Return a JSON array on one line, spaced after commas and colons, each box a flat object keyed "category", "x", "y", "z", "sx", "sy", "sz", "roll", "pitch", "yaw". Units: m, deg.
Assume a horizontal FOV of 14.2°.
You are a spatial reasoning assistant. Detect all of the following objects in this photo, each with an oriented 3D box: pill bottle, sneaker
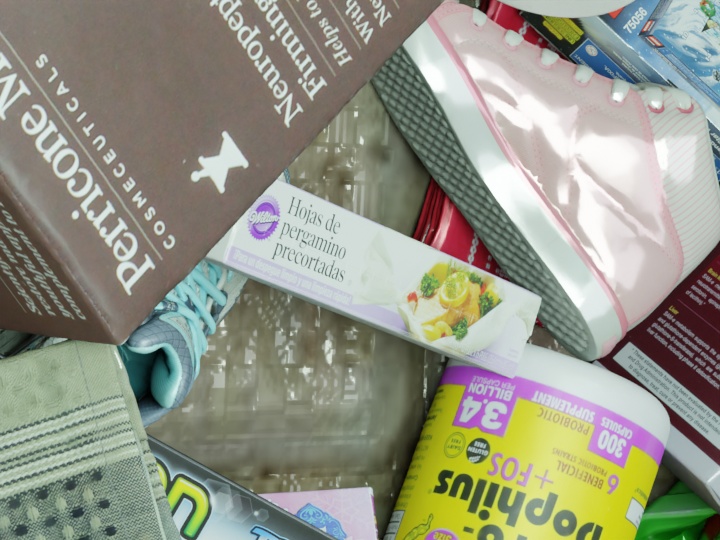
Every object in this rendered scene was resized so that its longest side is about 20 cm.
[{"category": "pill bottle", "x": 0.058, "y": 0.138, "z": 1.260, "sx": 0.104, "sy": 0.104, "sz": 0.200, "roll": 29, "pitch": 75, "yaw": -37}, {"category": "sneaker", "x": -0.084, "y": 0.023, "z": 1.147, "sx": 0.200, "sy": 0.086, "sz": 0.078, "roll": -49, "pitch": 121, "yaw": -26}, {"category": "sneaker", "x": 0.081, "y": -0.070, "z": 1.247, "sx": 0.105, "sy": 0.075, "sz": 0.200, "roll": -36, "pitch": 93, "yaw": -13}]

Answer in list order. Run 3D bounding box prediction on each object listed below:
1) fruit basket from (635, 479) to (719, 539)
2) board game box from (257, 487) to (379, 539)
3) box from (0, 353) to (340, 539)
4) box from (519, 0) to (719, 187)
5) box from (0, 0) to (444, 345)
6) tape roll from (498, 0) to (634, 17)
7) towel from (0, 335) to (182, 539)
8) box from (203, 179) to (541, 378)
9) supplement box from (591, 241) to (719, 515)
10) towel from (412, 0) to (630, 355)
[{"category": "fruit basket", "x": 0.209, "y": 0.191, "z": 1.375, "sx": 0.216, "sy": 0.155, "sz": 0.216, "roll": 16, "pitch": 69, "yaw": -50}, {"category": "board game box", "x": -0.082, "y": 0.178, "z": 1.061, "sx": 0.199, "sy": 0.041, "sz": 0.200, "roll": -4, "pitch": 55, "yaw": -7}, {"category": "box", "x": -0.094, "y": 0.112, "z": 1.037, "sx": 0.110, "sy": 0.200, "sz": 0.035, "roll": -58, "pitch": 162, "yaw": -12}, {"category": "box", "x": 0.179, "y": -0.138, "z": 1.328, "sx": 0.137, "sy": 0.040, "sz": 0.200, "roll": 43, "pitch": 56, "yaw": -3}, {"category": "box", "x": -0.111, "y": -0.102, "z": 1.063, "sx": 0.200, "sy": 0.164, "sz": 0.166, "roll": -49, "pitch": 121, "yaw": -26}, {"category": "tape roll", "x": 0.069, "y": -0.203, "z": 1.180, "sx": 0.071, "sy": 0.202, "sz": 0.203, "roll": -42, "pitch": 118, "yaw": -29}, {"category": "towel", "x": -0.148, "y": 0.137, "z": 1.007, "sx": 0.035, "sy": 0.200, "sz": 0.193, "roll": 57, "pitch": 15, "yaw": -66}, {"category": "box", "x": 0.000, "y": 0.000, "z": 1.168, "sx": 0.200, "sy": 0.041, "sz": 0.039, "roll": 23, "pitch": 85, "yaw": -49}, {"category": "supplement box", "x": 0.212, "y": 0.019, "z": 1.331, "sx": 0.200, "sy": 0.109, "sz": 0.061, "roll": -44, "pitch": 130, "yaw": -2}, {"category": "towel", "x": 0.112, "y": -0.039, "z": 1.344, "sx": 0.200, "sy": 0.022, "sz": 0.145, "roll": 22, "pitch": 80, "yaw": -39}]
